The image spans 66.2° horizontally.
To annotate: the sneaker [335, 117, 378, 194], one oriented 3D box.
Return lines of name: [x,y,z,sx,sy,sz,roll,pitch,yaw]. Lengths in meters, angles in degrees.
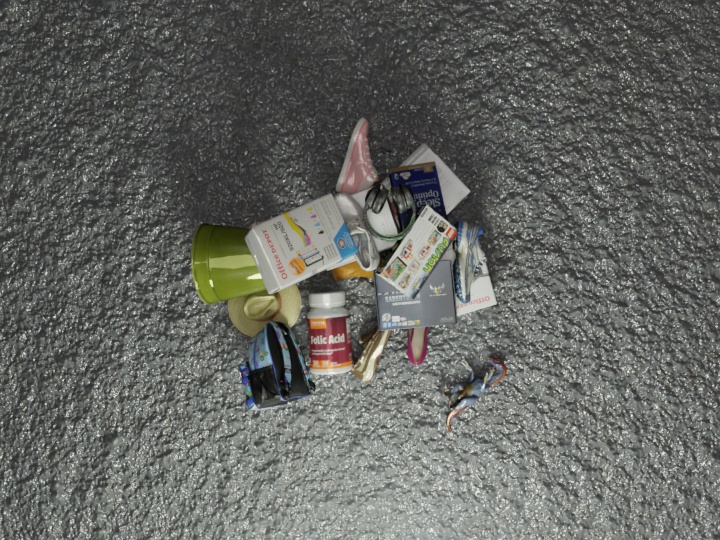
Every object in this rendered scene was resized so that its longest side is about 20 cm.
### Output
sneaker: [0.012,-0.286,1.441,0.103,0.075,0.203,19,97,5]

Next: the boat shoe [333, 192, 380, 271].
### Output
boat shoe: [-0.012,-0.093,1.301,0.070,0.069,0.202,-27,89,12]

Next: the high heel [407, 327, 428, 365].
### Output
high heel: [0.148,0.140,1.429,0.066,0.096,0.203,9,90,1]

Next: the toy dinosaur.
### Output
toy dinosaur: [0.300,0.304,1.458,0.179,0.105,0.202,-13,127,-12]

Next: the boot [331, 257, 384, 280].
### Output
boot: [0.000,0.000,1.451,0.143,0.071,0.203,-26,86,6]

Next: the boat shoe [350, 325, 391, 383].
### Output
boat shoe: [0.029,0.189,1.443,0.074,0.075,0.204,23,90,6]

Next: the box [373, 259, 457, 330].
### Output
box: [0.136,0.062,1.376,0.197,0.051,0.160,-5,88,5]

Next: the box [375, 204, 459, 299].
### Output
box: [0.137,-0.044,1.318,0.110,0.035,0.201,36,86,-16]

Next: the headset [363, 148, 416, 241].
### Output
headset: [0.066,-0.171,1.273,0.122,0.094,0.203,-2,81,1]

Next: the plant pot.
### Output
plant pot: [-0.290,-0.021,1.371,0.190,0.200,0.203,-3,90,6]

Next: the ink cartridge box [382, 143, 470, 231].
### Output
ink cartridge box: [0.151,-0.195,1.436,0.200,0.084,0.176,-42,88,0]

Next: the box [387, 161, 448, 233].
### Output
box: [0.146,-0.161,1.362,0.119,0.032,0.203,-10,84,-10]

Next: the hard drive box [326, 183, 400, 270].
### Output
hard drive box: [-0.011,-0.107,1.374,0.198,0.077,0.158,-18,91,10]

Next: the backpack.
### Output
backpack: [-0.220,0.237,1.395,0.133,0.182,0.202,-21,77,17]

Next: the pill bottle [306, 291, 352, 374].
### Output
pill bottle: [-0.081,0.158,1.422,0.112,0.114,0.203,-4,90,0]

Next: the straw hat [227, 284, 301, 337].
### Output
straw hat: [-0.257,0.090,1.437,0.198,0.085,0.204,0,89,1]

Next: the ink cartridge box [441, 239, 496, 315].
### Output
ink cartridge box: [0.253,0.010,1.435,0.143,0.084,0.203,-16,90,0]

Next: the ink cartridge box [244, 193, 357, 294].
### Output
ink cartridge box: [-0.138,-0.057,1.248,0.198,0.144,0.149,-26,91,-20]

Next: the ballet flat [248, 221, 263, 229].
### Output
ballet flat: [-0.206,-0.080,1.449,0.198,0.064,0.077,20,89,1]

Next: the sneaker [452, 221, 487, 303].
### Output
sneaker: [0.274,-0.020,1.357,0.084,0.077,0.203,1,89,-3]
